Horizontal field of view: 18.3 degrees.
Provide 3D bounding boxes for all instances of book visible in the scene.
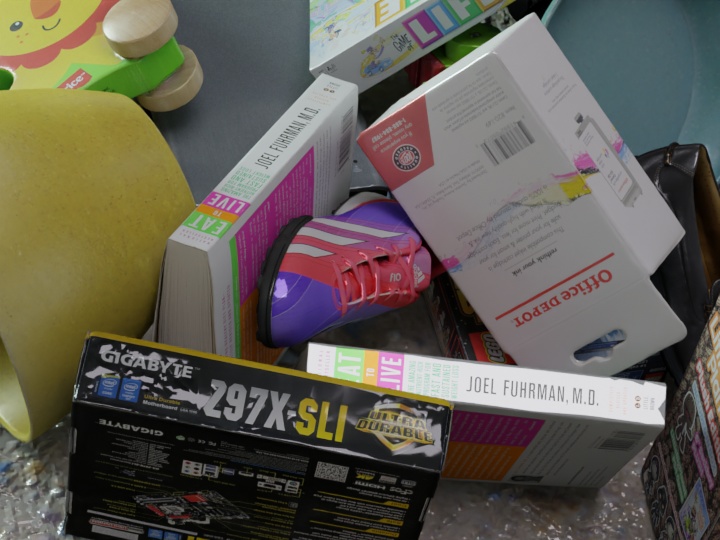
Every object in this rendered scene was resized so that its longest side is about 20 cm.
[{"bbox_3d":[-0.056,-0.011,1.310,0.048,0.134,0.200,18,37,17],"label":"book"},{"bbox_3d":[0.059,0.084,1.275,0.199,0.134,0.048,7,71,-7],"label":"book"}]

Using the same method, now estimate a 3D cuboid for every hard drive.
[{"bbox_3d":[-0.075,-0.115,1.482,0.139,0.033,0.201,-7,54,-16],"label":"hard drive"}]

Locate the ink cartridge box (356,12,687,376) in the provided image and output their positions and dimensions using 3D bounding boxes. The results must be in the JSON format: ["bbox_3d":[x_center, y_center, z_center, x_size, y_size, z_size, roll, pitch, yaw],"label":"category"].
[{"bbox_3d":[0.106,-0.033,1.315,0.200,0.116,0.067,55,37,-7],"label":"ink cartridge box"}]

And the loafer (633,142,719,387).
[{"bbox_3d":[0.215,0.017,1.360,0.201,0.072,0.073,60,35,-9],"label":"loafer"}]

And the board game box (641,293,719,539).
[{"bbox_3d":[0.267,0.096,1.275,0.159,0.200,0.097,-1,52,-12],"label":"board game box"}]

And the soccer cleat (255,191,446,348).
[{"bbox_3d":[0.000,0.000,1.307,0.073,0.069,0.200,12,18,19],"label":"soccer cleat"}]

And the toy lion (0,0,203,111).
[{"bbox_3d":[-0.209,-0.137,1.435,0.200,0.069,0.191,-43,48,-16],"label":"toy lion"}]

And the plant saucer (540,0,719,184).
[{"bbox_3d":[0.166,-0.113,1.404,0.200,0.201,0.036,-30,30,-30],"label":"plant saucer"}]

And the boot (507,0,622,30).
[{"bbox_3d":[0.124,-0.182,1.510,0.158,0.080,0.211,48,21,20],"label":"boot"}]

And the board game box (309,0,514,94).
[{"bbox_3d":[0.057,-0.202,1.450,0.199,0.034,0.135,-30,32,18],"label":"board game box"}]

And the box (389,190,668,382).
[{"bbox_3d":[0.104,-0.009,1.429,0.136,0.040,0.201,-5,53,-16],"label":"box"}]

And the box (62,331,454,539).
[{"bbox_3d":[-0.060,0.109,1.224,0.199,0.160,0.050,11,58,-2],"label":"box"}]

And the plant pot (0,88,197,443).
[{"bbox_3d":[-0.175,-0.025,1.269,0.142,0.200,0.200,-29,62,-19],"label":"plant pot"}]

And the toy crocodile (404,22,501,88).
[{"bbox_3d":[0.052,-0.145,1.479,0.061,0.068,0.200,-3,31,-11],"label":"toy crocodile"}]
